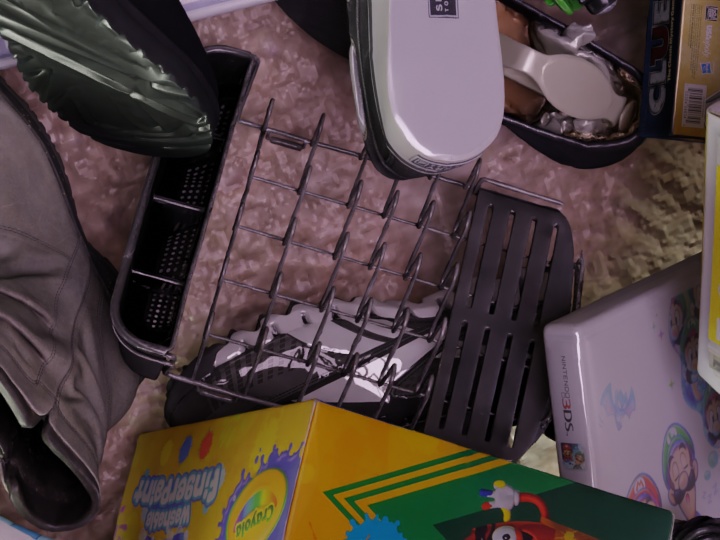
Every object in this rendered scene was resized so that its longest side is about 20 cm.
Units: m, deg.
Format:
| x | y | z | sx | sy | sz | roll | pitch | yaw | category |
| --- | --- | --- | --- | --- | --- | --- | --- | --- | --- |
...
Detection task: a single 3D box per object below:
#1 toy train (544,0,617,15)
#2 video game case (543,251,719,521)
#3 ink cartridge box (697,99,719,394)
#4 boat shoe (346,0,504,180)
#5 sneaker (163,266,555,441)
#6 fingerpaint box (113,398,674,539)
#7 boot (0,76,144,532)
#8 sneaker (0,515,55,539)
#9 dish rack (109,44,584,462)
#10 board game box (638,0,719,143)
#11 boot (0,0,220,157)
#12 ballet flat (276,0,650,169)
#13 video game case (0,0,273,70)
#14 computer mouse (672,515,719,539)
| x | y | z | sx | sy | sz | roll | pitch | yaw | category |
| --- | --- | --- | --- | --- | --- | --- | --- | --- | --- |
| 0.053 | -0.198 | 1.166 | 0.042 | 0.056 | 0.200 | -34 | 100 | 13 | toy train |
| 0.153 | 0.089 | 1.213 | 0.200 | 0.024 | 0.182 | -21 | 108 | -51 | video game case |
| 0.228 | -0.025 | 1.156 | 0.197 | 0.047 | 0.200 | -31 | 139 | -29 | ink cartridge box |
| 0.025 | -0.137 | 1.116 | 0.072 | 0.068 | 0.200 | 1 | 82 | -23 | boat shoe |
| 0.014 | 0.058 | 1.182 | 0.200 | 0.067 | 0.091 | -11 | 59 | -17 | sneaker |
| 0.007 | 0.115 | 1.108 | 0.167 | 0.200 | 0.073 | 18 | 76 | -21 | fingerpaint box |
| -0.155 | 0.003 | 1.095 | 0.068 | 0.131 | 0.200 | -29 | 109 | 19 | boot |
| -0.168 | 0.167 | 1.084 | 0.131 | 0.200 | 0.080 | -50 | 143 | -46 | sneaker |
| 0.000 | 0.000 | 1.144 | 0.200 | 0.055 | 0.154 | 16 | 62 | -4 | dish rack |
| 0.200 | -0.154 | 1.195 | 0.135 | 0.035 | 0.200 | 5 | 90 | -20 | board game box |
| -0.096 | -0.160 | 1.065 | 0.200 | 0.076 | 0.168 | 50 | 50 | -52 | boot |
| 0.051 | -0.105 | 1.184 | 0.200 | 0.073 | 0.073 | 27 | 90 | -19 | ballet flat |
| -0.114 | -0.189 | 1.122 | 0.200 | 0.023 | 0.183 | -14 | 103 | -2 | video game case |
| 0.204 | 0.119 | 1.226 | 0.200 | 0.044 | 0.110 | -40 | 121 | -45 | computer mouse |
